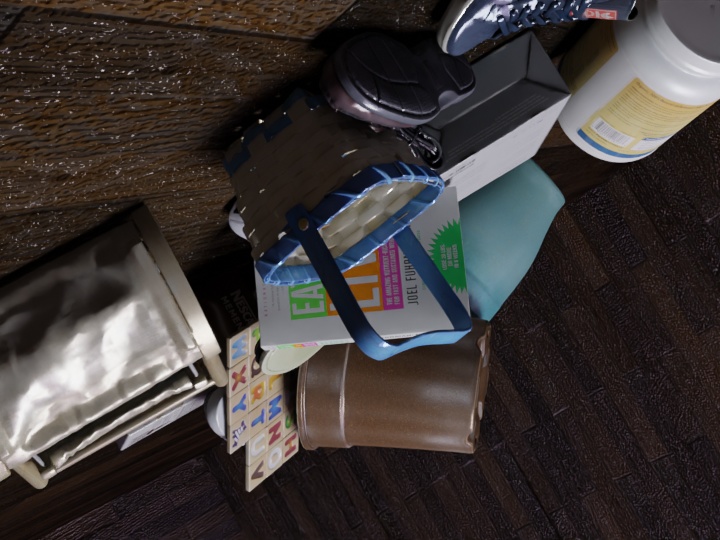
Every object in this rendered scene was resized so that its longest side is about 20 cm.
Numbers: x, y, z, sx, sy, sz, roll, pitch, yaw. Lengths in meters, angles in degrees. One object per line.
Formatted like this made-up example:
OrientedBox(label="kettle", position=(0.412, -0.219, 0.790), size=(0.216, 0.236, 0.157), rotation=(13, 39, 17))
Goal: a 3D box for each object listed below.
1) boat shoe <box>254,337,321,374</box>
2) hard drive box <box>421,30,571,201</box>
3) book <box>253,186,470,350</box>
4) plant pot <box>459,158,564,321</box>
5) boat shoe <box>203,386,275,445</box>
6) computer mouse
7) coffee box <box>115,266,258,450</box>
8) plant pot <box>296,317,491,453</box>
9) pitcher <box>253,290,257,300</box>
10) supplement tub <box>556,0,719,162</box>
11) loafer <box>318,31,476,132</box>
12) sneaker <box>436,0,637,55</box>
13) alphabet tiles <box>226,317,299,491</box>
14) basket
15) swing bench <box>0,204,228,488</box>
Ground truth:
OrientedBox(label="boat shoe", position=(-0.053, 0.038, 1.019), size=(0.199, 0.066, 0.075), rotation=(-36, 156, -41))
OrientedBox(label="hard drive box", position=(0.113, -0.138, 0.997), size=(0.154, 0.078, 0.200), rotation=(-31, 172, -5))
OrientedBox(label="book", position=(0.000, 0.000, 0.930), size=(0.196, 0.136, 0.048), rotation=(-6, 168, 3))
OrientedBox(label="plant pot", position=(0.143, -0.064, 1.214), size=(0.188, 0.200, 0.200), rotation=(-47, 171, 4))
OrientedBox(label="boat shoe", position=(-0.126, 0.156, 1.106), size=(0.056, 0.070, 0.199), rotation=(13, 176, 25))
OrientedBox(label="computer mouse", position=(-0.027, -0.072, 0.866), size=(0.198, 0.044, 0.109), rotation=(-33, 143, 16))
OrientedBox(label="coffee box", position=(-0.201, 0.095, 1.091), size=(0.198, 0.115, 0.080), rotation=(-29, 171, -27))
OrientedBox(label="plant pot", position=(0.046, 0.121, 1.136), size=(0.195, 0.204, 0.200), rotation=(7, 179, 11))
OrientedBox(label="pitcher", position=(-0.103, 0.060, 1.269), size=(0.200, 0.169, 0.123), rotation=(-56, 170, -65))
OrientedBox(label="supplement tub", position=(0.296, -0.212, 0.993), size=(0.143, 0.146, 0.200), rotation=(-28, 172, -23))
OrientedBox(label="loafer", position=(0.023, -0.131, 0.729), size=(0.063, 0.073, 0.199), rotation=(-31, 177, 32))
OrientedBox(label="sneaker", position=(0.150, -0.202, 0.709), size=(0.199, 0.085, 0.075), rotation=(-34, 172, 15))
OrientedBox(label="alphabet tiles", position=(-0.095, 0.134, 1.081), size=(0.007, 0.203, 0.167), rotation=(14, -155, 26))
OrientedBox(label="basket", position=(0.000, -0.028, 0.743), size=(0.139, 0.201, 0.176), rotation=(-42, 162, 20))
OrientedBox(label="swing bench", position=(-0.223, 0.072, 0.802), size=(0.197, 0.131, 0.200), rotation=(-29, 172, -11))
